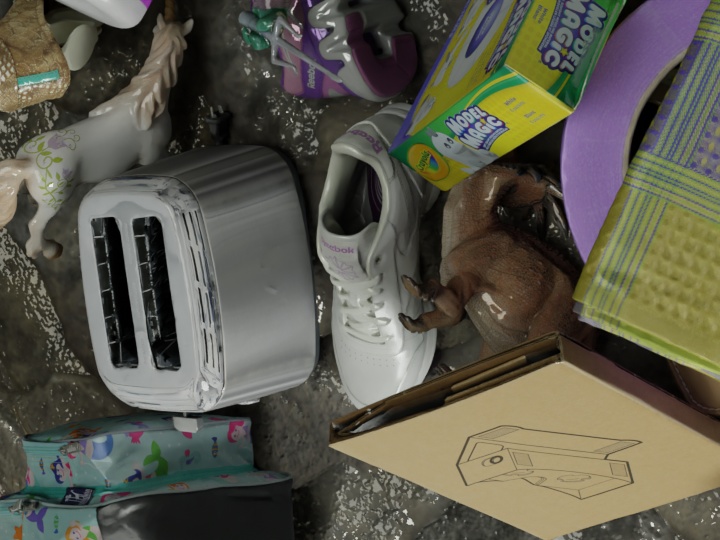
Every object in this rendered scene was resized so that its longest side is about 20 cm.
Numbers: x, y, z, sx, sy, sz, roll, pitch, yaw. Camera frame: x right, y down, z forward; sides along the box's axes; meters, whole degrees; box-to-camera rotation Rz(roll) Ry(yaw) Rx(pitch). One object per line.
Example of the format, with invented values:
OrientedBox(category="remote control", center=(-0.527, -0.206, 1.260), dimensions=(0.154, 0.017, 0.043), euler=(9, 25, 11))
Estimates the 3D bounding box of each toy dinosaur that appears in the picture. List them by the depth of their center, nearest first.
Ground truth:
OrientedBox(category="toy dinosaur", center=(0.098, 0.009, 0.964), dimensions=(0.201, 0.135, 0.086), euler=(55, 168, -16))

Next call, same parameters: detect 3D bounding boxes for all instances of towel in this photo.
OrientedBox(category="towel", center=(0.202, -0.037, 0.790), dimensions=(0.143, 0.023, 0.202), euler=(24, 97, 5))

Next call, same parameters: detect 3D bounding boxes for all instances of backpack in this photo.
OrientedBox(category="backpack", center=(-0.162, 0.176, 1.117), dimensions=(0.199, 0.177, 0.152), euler=(-19, 77, 42))

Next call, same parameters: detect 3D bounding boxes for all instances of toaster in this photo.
OrientedBox(category="toaster", center=(-0.105, 0.000, 1.060), dimensions=(0.113, 0.129, 0.202), euler=(2, 103, 32))

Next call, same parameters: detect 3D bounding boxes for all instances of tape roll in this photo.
OrientedBox(category="tape roll", center=(0.201, -0.054, 0.831), dimensions=(0.198, 0.066, 0.202), euler=(0, 94, 6))

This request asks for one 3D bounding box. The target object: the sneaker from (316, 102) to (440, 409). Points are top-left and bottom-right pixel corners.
OrientedBox(category="sneaker", center=(0.000, 0.000, 1.009), dimensions=(0.074, 0.099, 0.202), euler=(11, 110, 29))

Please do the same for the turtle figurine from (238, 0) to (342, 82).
OrientedBox(category="turtle figurine", center=(-0.048, -0.188, 0.904), dimensions=(0.198, 0.101, 0.150), euler=(21, 153, 0))

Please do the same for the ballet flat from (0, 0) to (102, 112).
OrientedBox(category="ballet flat", center=(-0.203, -0.158, 1.077), dimensions=(0.065, 0.201, 0.071), euler=(-4, 122, 1))

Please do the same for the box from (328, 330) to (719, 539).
OrientedBox(category="box", center=(0.107, 0.100, 0.918), dimensions=(0.163, 0.199, 0.021), euler=(-25, 53, 36))

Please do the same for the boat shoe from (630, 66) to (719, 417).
OrientedBox(category="boat shoe", center=(0.178, -0.009, 0.907), dimensions=(0.073, 0.066, 0.202), euler=(-10, 97, 35))

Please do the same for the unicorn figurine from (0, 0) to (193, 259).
OrientedBox(category="unicorn figurine", center=(-0.169, -0.087, 1.091), dimensions=(0.074, 0.200, 0.138), euler=(35, 146, 15))

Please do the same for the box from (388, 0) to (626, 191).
OrientedBox(category="box", center=(0.087, -0.120, 0.854), dimensions=(0.048, 0.118, 0.200), euler=(32, 161, -12))

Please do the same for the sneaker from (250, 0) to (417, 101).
OrientedBox(category="sneaker", center=(-0.039, -0.192, 1.002), dimensions=(0.088, 0.080, 0.202), euler=(-15, 95, 43))

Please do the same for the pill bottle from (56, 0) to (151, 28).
OrientedBox(category="pill bottle", center=(-0.142, -0.260, 1.001), dimensions=(0.104, 0.104, 0.202), euler=(24, 87, 26))
